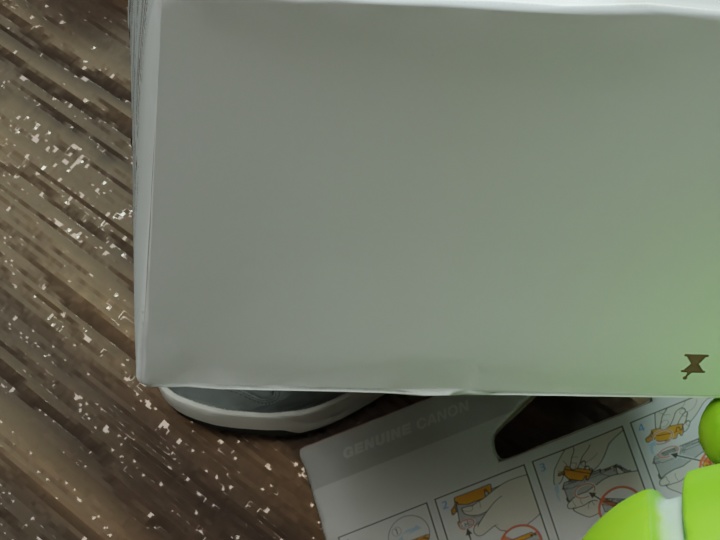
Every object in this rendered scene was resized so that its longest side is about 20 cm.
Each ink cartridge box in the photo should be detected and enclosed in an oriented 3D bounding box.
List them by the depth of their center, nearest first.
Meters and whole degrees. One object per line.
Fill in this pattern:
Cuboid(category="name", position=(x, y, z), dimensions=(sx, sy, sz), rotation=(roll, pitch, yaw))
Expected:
Cuboid(category="ink cartridge box", position=(0.094, 0.108, 0.894), dimensions=(0.199, 0.045, 0.177), rotation=(-22, 54, 7))

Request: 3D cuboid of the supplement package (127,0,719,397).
Cuboid(category="supplement package", position=(0.022, -0.080, 0.836), dimensions=(0.190, 0.148, 0.201), rotation=(1, 39, -7))

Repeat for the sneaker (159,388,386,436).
Cuboid(category="sneaker", position=(0.000, 0.000, 0.955), dimensions=(0.199, 0.121, 0.084), rotation=(-11, 55, 16))

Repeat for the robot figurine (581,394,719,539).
Cuboid(category="robot figurine", position=(0.145, 0.109, 0.775), dimensions=(0.199, 0.116, 0.176), rotation=(-16, 50, 12))
